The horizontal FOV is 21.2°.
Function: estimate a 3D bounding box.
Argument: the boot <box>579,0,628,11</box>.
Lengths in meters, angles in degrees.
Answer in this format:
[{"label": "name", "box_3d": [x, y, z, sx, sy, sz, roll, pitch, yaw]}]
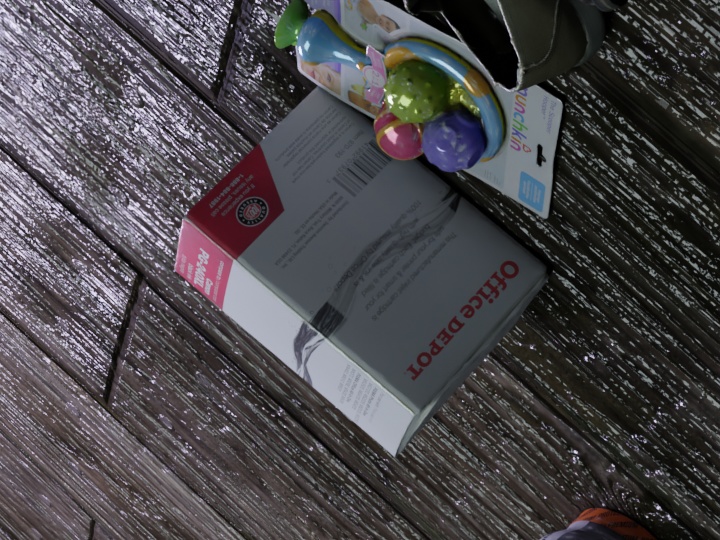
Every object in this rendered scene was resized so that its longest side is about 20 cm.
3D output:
[{"label": "boot", "box_3d": [0.030, -0.188, 0.968, 0.173, 0.069, 0.201, -29, 95, 37]}]

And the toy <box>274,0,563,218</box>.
[{"label": "toy", "box_3d": [0.027, -0.103, 1.179, 0.199, 0.047, 0.116, 35, 153, 21]}]

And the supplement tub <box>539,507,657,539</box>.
[{"label": "supplement tub", "box_3d": [0.140, 0.274, 1.379, 0.122, 0.200, 0.123, 32, 151, 21]}]

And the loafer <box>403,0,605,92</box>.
[{"label": "loafer", "box_3d": [0.047, -0.177, 1.022, 0.200, 0.070, 0.075, 47, 153, -3]}]

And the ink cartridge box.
[{"label": "ink cartridge box", "box_3d": [0.000, 0.000, 1.252, 0.200, 0.145, 0.084, 40, 152, 10]}]
